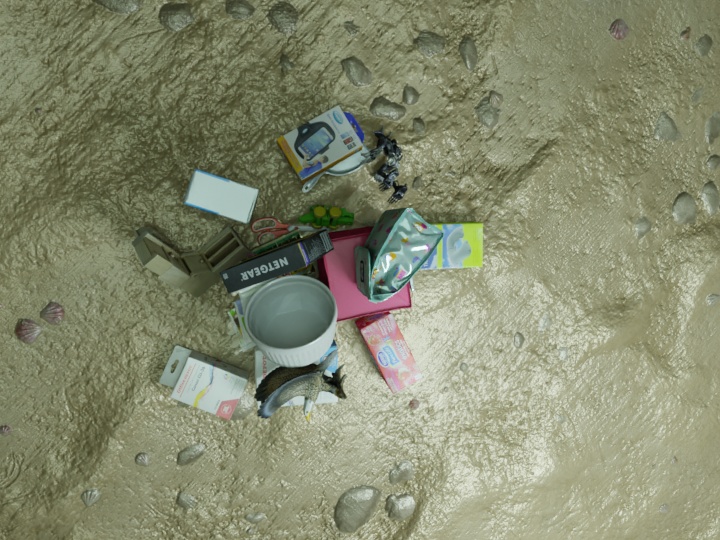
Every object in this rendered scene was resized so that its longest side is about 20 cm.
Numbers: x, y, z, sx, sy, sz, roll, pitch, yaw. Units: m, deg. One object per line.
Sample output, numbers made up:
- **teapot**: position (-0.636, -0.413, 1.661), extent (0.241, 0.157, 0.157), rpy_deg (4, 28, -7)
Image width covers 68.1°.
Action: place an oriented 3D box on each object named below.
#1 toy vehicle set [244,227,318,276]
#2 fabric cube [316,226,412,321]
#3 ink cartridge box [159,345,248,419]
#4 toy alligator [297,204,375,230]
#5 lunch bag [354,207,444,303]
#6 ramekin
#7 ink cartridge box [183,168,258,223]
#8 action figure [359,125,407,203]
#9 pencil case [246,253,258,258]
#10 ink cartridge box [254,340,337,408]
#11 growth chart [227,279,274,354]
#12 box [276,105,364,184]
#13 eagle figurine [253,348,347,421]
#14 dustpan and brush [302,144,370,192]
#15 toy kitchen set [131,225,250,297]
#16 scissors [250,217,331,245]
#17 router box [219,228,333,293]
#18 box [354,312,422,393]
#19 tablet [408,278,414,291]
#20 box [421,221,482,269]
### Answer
- **toy vehicle set**: position (-0.223, -0.011, 1.357), extent (0.200, 0.027, 0.124), rpy_deg (-26, 106, -5)
- **fabric cube**: position (0.000, 0.000, 1.317), extent (0.196, 0.199, 0.201), rpy_deg (-9, 99, -10)
- **ink cartridge box**: position (-0.399, 0.282, 1.350), extent (0.200, 0.067, 0.117), rpy_deg (25, 93, -12)
- **toy alligator**: position (-0.060, -0.142, 1.364), extent (0.199, 0.059, 0.054), rpy_deg (1, 57, -10)
- **lunch bag**: position (0.060, -0.028, 1.136), extent (0.122, 0.170, 0.200), rpy_deg (34, 88, -13)
- **ramekin**: position (-0.148, 0.118, 1.178), extent (0.200, 0.200, 0.105), rpy_deg (-14, 140, -8)
- **ink cartridge box**: position (-0.317, -0.167, 1.240), extent (0.144, 0.200, 0.085), rpy_deg (17, 90, -12)
- **action figure**: position (0.056, -0.269, 1.331), extent (0.102, 0.200, 0.119), rpy_deg (-28, 140, 25)
- **pencil case**: position (-0.249, 0.053, 1.306), extent (0.088, 0.088, 0.200), rpy_deg (7, 104, -11)
- **ink cartridge box**: position (-0.165, 0.246, 1.347), extent (0.199, 0.145, 0.148), rpy_deg (-1, 98, -10)
- **growth chart**: position (-0.245, 0.103, 1.240), extent (0.145, 0.018, 0.200), rpy_deg (-20, 133, -30)
- **box**: position (-0.089, -0.313, 1.300), extent (0.200, 0.041, 0.119), rpy_deg (-32, 88, -5)
- **eagle figurine**: position (-0.133, 0.261, 1.192), extent (0.199, 0.151, 0.152), rpy_deg (5, 138, -11)
- **dustpan and brush**: position (-0.078, -0.271, 1.337), extent (0.140, 0.057, 0.200), rpy_deg (42, 89, -12)
- **toy kitchen set**: position (-0.411, -0.077, 1.258), extent (0.180, 0.200, 0.163), rpy_deg (-40, 61, 0)
- **scissors**: position (-0.177, -0.113, 1.364), extent (0.200, 0.014, 0.073), rpy_deg (-14, 99, -7)
- **router box**: position (-0.176, -0.022, 1.146), extent (0.200, 0.157, 0.052), rpy_deg (-18, 99, 21)
- **box**: position (0.073, 0.207, 1.408), extent (0.095, 0.100, 0.200), rpy_deg (-27, 102, -6)
- **tablet**: position (0.110, -0.026, 1.333), extent (0.014, 0.200, 0.130), rpy_deg (-9, 99, 0)
- **box**: position (0.226, -0.067, 1.426), extent (0.199, 0.048, 0.122), rpy_deg (-3, 98, -10)
